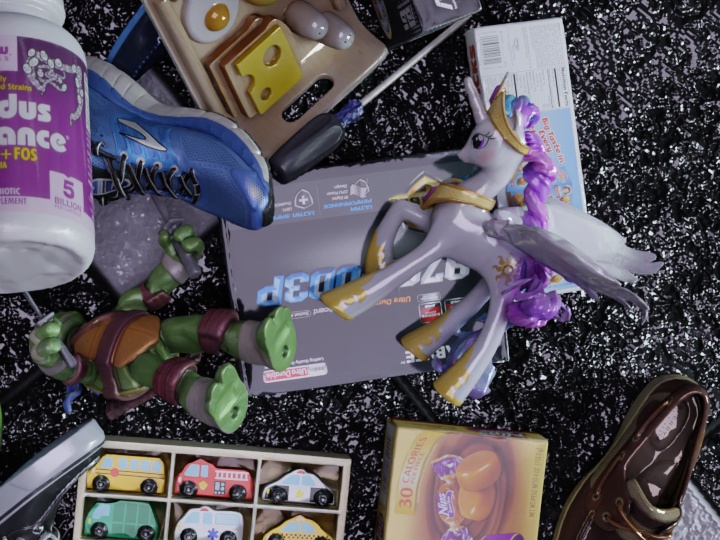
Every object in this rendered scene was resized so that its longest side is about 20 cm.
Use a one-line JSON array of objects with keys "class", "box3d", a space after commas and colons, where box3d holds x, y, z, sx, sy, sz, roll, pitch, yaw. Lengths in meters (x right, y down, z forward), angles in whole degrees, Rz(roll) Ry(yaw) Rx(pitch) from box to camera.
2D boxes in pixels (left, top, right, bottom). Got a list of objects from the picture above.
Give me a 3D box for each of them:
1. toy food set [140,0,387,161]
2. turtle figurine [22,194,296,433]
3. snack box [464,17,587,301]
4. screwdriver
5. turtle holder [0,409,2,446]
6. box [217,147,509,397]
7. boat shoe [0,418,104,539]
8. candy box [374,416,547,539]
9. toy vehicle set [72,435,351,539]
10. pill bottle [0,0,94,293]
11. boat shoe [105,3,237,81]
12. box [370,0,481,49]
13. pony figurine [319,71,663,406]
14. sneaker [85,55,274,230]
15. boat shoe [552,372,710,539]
[{"class": "toy food set", "box3d": [-0.059, -0.175, 1.284, 0.143, 0.060, 0.201, -44, 141, -16]}, {"class": "turtle figurine", "box3d": [-0.153, 0.023, 1.284, 0.193, 0.144, 0.202, 15, 102, 29]}, {"class": "snack box", "box3d": [0.126, -0.081, 1.383, 0.071, 0.024, 0.202, -9, 94, -18]}, {"class": "screwdriver", "box3d": [0.010, -0.132, 1.352, 0.200, 0.029, 0.028, -43, 56, -15]}, {"class": "turtle holder", "box3d": [-0.315, 0.094, 1.300, 0.140, 0.132, 0.187, 16, 92, -6]}, {"class": "box", "box3d": [0.000, 0.000, 1.369, 0.198, 0.046, 0.160, -7, 93, -6]}, {"class": "boat shoe", "box3d": [-0.245, 0.189, 1.335, 0.199, 0.074, 0.068, -43, 92, 4]}, {"class": "candy box", "box3d": [0.068, 0.215, 1.385, 0.116, 0.056, 0.202, 6, 92, -6]}, {"class": "toy vehicle set", "box3d": [-0.111, 0.191, 1.379, 0.198, 0.027, 0.125, 5, 93, -6]}, {"class": "pill bottle", "box3d": [-0.231, -0.096, 1.218, 0.111, 0.112, 0.202, -4, 70, -6]}, {"class": "boat shoe", "box3d": [-0.096, -0.204, 1.330, 0.069, 0.084, 0.200, 42, 91, -8]}, {"class": "box", "box3d": [0.022, -0.238, 1.280, 0.044, 0.200, 0.161, -20, 96, -4]}, {"class": "pony figurine", "box3d": [0.100, -0.010, 1.295, 0.193, 0.167, 0.200, 38, 102, -1]}, {"class": "sneaker", "box3d": [-0.147, -0.071, 1.291, 0.199, 0.079, 0.089, 25, 50, 20]}, {"class": "boat shoe", "box3d": [0.203, 0.171, 1.387, 0.072, 0.072, 0.201, 31, 90, -7]}]
